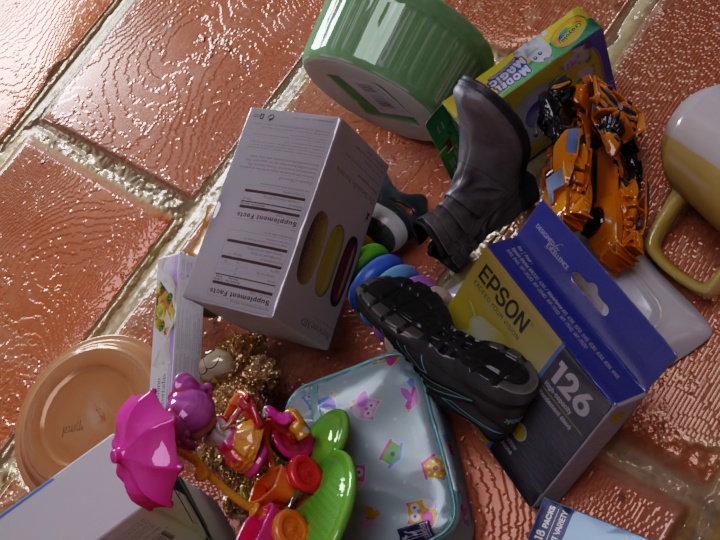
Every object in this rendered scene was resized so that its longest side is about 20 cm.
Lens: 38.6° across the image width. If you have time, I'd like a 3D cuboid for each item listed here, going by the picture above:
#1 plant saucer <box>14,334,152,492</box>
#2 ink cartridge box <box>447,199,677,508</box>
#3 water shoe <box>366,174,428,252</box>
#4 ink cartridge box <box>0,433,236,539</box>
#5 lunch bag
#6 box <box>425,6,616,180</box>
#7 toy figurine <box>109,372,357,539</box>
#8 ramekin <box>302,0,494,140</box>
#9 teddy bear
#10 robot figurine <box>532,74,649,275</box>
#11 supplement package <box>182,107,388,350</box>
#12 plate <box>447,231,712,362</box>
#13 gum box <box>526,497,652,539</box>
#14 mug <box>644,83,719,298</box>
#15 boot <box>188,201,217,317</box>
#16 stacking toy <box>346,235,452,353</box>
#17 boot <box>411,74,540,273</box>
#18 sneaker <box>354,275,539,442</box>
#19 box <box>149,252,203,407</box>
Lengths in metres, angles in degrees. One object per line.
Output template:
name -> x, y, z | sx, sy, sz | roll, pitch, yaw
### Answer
plant saucer -> -0.291, 0.162, 1.121 | 0.200, 0.032, 0.201 | -9, 60, 17
ink cartridge box -> 0.157, 0.075, 0.922 | 0.198, 0.047, 0.200 | 56, 135, 34
water shoe -> -0.010, -0.086, 1.137 | 0.079, 0.072, 0.200 | -34, 54, -29
ink cartridge box -> -0.218, 0.254, 0.945 | 0.144, 0.200, 0.084 | -36, 54, 0
lunch bag -> 0.012, 0.188, 0.965 | 0.160, 0.077, 0.200 | -19, 58, 10
box -> 0.168, -0.171, 1.073 | 0.200, 0.117, 0.048 | -34, 54, 2
toy figurine -> -0.113, 0.150, 0.851 | 0.150, 0.184, 0.200 | -37, 25, 39
ramekin -> 0.034, -0.224, 1.110 | 0.200, 0.200, 0.098 | 23, 81, 29
teddy bear -> -0.123, 0.146, 1.021 | 0.067, 0.145, 0.201 | 7, 63, -24
robot figurine -> 0.231, -0.104, 0.996 | 0.058, 0.145, 0.200 | -31, 39, 47
supplement package -> -0.069, -0.040, 0.999 | 0.109, 0.114, 0.201 | 11, 77, 31
plate -> 0.200, 0.040, 1.000 | 0.200, 0.032, 0.200 | -34, 57, 1
gum box -> 0.215, 0.304, 0.846 | 0.200, 0.045, 0.170 | 18, 71, 28
mug -> 0.348, -0.089, 0.951 | 0.186, 0.150, 0.153 | -35, 49, -10
boot -> -0.104, -0.018, 1.120 | 0.201, 0.071, 0.144 | 3, 69, 28
stacking toy -> 0.000, 0.000, 1.058 | 0.085, 0.085, 0.200 | -45, 61, -6
boot -> 0.103, -0.083, 1.003 | 0.132, 0.200, 0.070 | -42, 48, -9
sneaker -> 0.066, 0.079, 0.930 | 0.075, 0.079, 0.200 | -27, 52, -38
box -> -0.193, 0.082, 1.082 | 0.039, 0.041, 0.201 | -13, 70, 40
